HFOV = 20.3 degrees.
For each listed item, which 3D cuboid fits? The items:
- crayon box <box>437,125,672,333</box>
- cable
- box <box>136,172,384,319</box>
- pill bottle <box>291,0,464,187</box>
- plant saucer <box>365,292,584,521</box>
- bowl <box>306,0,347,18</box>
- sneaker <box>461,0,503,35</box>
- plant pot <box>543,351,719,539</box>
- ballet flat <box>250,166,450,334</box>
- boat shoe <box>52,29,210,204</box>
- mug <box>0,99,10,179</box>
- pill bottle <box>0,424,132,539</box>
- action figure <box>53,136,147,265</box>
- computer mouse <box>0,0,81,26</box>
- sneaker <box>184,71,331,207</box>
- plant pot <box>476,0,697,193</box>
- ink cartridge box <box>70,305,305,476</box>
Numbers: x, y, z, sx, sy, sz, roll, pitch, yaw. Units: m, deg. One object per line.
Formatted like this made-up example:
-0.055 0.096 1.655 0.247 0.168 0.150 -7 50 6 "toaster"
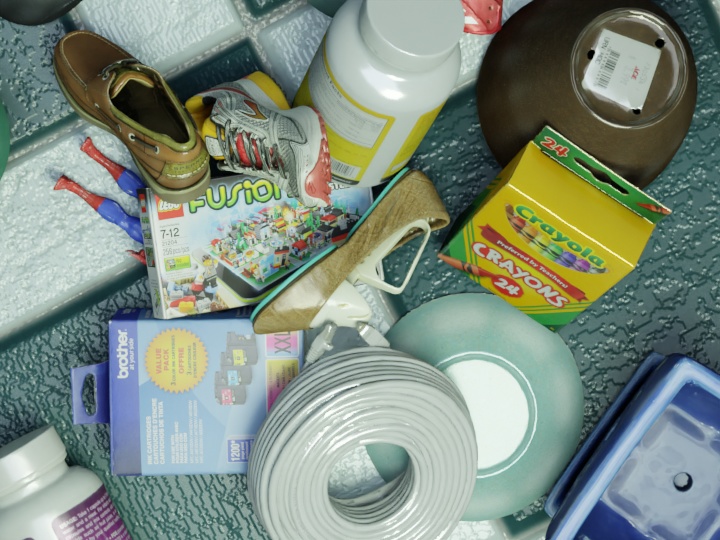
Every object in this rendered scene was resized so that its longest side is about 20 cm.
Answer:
0.155 -0.030 1.649 0.126 0.200 0.051 33 63 -4 "crayon box"
0.006 0.162 1.665 0.199 0.069 0.201 31 100 -28 "cable"
-0.083 -0.029 1.690 0.198 0.035 0.111 -10 95 -21 "box"
0.017 -0.157 1.621 0.111 0.200 0.113 7 64 -14 "pill bottle"
0.097 0.122 1.741 0.199 0.039 0.203 0 96 -1 "plant saucer"
-0.008 -0.304 1.625 0.199 0.105 0.203 0 90 25 "bowl"
0.121 -0.271 1.696 0.198 0.078 0.116 -23 104 13 "sneaker"
0.276 0.191 1.682 0.199 0.180 0.201 34 93 -4 "plant pot"
0.000 0.000 1.666 0.072 0.068 0.200 44 70 9 "ballet flat"
-0.186 -0.144 1.651 0.072 0.068 0.200 -33 60 -23 "boat shoe"
-0.382 -0.104 1.669 0.183 0.114 0.153 -18 96 1 "mug"
-0.251 0.238 1.708 0.111 0.112 0.201 -26 96 1 "pill bottle"
-0.167 -0.033 1.717 0.199 0.052 0.066 35 90 -7 "action figure"
-0.237 -0.284 1.686 0.199 0.053 0.139 -37 96 2 "computer mouse"
-0.082 -0.098 1.635 0.081 0.200 0.079 -15 117 -23 "sneaker"
0.197 -0.151 1.625 0.185 0.200 0.189 0 89 -3 "plant pot"
-0.145 0.102 1.717 0.198 0.076 0.138 -1 96 0 "ink cartridge box"
